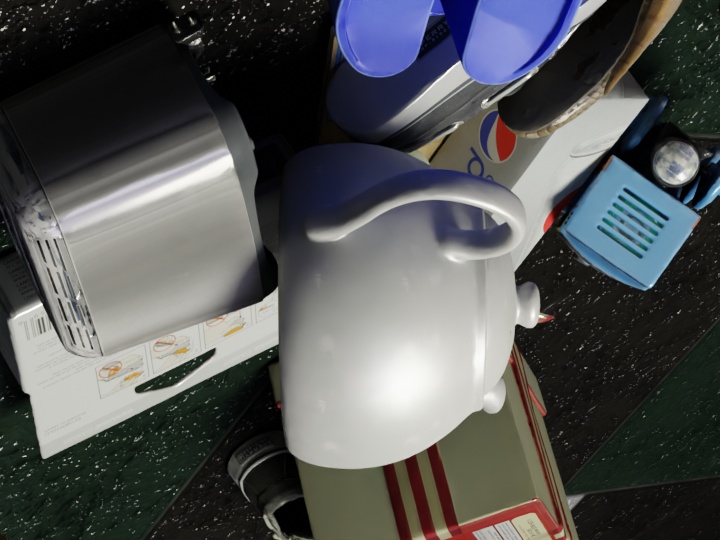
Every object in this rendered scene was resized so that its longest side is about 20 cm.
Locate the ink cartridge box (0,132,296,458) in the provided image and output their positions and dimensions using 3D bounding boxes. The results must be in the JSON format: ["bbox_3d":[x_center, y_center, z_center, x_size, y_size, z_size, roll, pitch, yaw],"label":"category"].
[{"bbox_3d":[-0.124,0.017,1.447,0.199,0.044,0.174,-26,153,-16],"label":"ink cartridge box"}]

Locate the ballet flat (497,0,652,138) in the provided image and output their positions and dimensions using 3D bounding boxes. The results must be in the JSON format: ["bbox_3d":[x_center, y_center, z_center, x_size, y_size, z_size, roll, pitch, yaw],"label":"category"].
[{"bbox_3d":[0.153,-0.154,1.399,0.200,0.067,0.046,-54,147,-11],"label":"ballet flat"}]

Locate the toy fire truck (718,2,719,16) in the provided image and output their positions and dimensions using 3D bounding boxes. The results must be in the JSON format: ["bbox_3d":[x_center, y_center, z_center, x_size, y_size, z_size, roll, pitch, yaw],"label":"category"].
[{"bbox_3d":[0.305,-0.188,1.510,0.175,0.129,0.200,-28,164,-11],"label":"toy fire truck"}]

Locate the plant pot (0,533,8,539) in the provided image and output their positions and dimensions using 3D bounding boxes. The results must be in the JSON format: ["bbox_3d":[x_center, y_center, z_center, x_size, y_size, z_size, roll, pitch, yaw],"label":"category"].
[{"bbox_3d":[-0.286,0.275,1.547,0.200,0.200,0.199,-17,142,-28],"label":"plant pot"}]

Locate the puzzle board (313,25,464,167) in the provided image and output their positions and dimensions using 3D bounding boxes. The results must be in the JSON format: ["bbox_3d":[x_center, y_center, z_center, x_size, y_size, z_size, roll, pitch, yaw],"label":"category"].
[{"bbox_3d":[0.037,-0.109,1.445,0.150,0.017,0.200,-21,150,-21],"label":"puzzle board"}]

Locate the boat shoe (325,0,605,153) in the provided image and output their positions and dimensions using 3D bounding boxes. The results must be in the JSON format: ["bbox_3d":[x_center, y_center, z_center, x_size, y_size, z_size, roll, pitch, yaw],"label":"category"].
[{"bbox_3d":[0.076,-0.131,1.355,0.200,0.072,0.068,-37,150,12],"label":"boat shoe"}]

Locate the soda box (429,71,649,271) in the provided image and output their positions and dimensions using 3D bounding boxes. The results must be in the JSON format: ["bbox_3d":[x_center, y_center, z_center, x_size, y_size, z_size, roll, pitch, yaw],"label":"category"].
[{"bbox_3d":[0.092,-0.061,1.493,0.068,0.064,0.200,-5,142,-43],"label":"soda box"}]

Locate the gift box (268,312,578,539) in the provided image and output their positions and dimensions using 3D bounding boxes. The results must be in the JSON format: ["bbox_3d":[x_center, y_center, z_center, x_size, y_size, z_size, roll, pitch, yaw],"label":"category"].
[{"bbox_3d":[0.062,0.126,1.662,0.199,0.187,0.185,-18,151,4],"label":"gift box"}]

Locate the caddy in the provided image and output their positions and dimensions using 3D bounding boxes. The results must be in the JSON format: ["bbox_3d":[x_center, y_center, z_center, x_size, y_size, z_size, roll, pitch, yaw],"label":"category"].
[{"bbox_3d":[0.051,-0.190,1.236,0.141,0.105,0.200,2,142,-15],"label":"caddy"}]

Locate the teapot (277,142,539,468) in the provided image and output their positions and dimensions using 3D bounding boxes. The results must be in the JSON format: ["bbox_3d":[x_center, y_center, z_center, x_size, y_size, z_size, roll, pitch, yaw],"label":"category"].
[{"bbox_3d":[0.029,0.017,1.337,0.145,0.200,0.198,-1,107,2],"label":"teapot"}]

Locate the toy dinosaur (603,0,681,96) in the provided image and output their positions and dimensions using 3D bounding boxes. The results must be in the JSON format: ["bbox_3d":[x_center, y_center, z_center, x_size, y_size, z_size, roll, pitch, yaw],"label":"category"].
[{"bbox_3d":[0.189,-0.202,1.354,0.106,0.060,0.201,1,105,-19],"label":"toy dinosaur"}]

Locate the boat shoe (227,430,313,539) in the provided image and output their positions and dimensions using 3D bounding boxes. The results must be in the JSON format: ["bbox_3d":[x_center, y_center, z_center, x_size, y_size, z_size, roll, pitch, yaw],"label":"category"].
[{"bbox_3d":[-0.040,0.182,1.781,0.071,0.064,0.200,-36,153,6],"label":"boat shoe"}]

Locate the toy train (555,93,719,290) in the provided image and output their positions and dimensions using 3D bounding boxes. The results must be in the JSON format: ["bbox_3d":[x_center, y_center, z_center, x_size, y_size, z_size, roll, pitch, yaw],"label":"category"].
[{"bbox_3d":[0.180,-0.051,1.550,0.114,0.087,0.200,-54,-178,2],"label":"toy train"}]

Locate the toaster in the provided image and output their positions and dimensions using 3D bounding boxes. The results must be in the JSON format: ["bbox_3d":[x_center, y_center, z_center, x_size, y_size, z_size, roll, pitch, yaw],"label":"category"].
[{"bbox_3d":[-0.125,-0.042,1.273,0.129,0.114,0.200,-25,148,-11],"label":"toaster"}]

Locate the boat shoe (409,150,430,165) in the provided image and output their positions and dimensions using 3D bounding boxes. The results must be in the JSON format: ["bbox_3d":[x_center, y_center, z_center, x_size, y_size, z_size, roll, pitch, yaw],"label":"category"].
[{"bbox_3d":[0.000,0.000,1.491,0.071,0.061,0.202,-19,133,-33],"label":"boat shoe"}]
